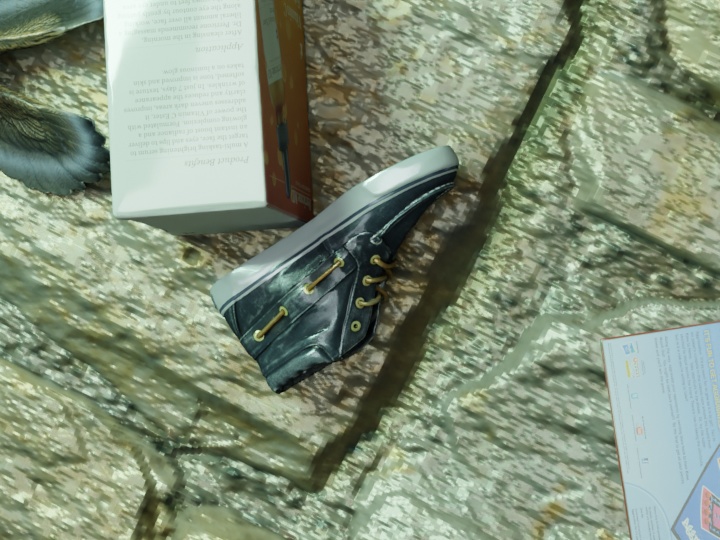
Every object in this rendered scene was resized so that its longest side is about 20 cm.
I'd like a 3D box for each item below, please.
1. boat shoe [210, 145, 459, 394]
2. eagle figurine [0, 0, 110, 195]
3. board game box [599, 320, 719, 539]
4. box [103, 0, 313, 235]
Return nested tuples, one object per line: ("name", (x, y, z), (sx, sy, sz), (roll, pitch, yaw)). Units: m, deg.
("boat shoe", (0.000, 0.000, 1.729), (0.200, 0.071, 0.091), (-34, 81, 14))
("eagle figurine", (-0.268, -0.144, 1.777), (0.200, 0.151, 0.152), (6, 131, -17))
("board game box", (0.227, 0.137, 1.695), (0.103, 0.019, 0.200), (-9, 84, 12))
("box", (-0.102, -0.130, 1.713), (0.106, 0.152, 0.200), (-4, 86, 10))
